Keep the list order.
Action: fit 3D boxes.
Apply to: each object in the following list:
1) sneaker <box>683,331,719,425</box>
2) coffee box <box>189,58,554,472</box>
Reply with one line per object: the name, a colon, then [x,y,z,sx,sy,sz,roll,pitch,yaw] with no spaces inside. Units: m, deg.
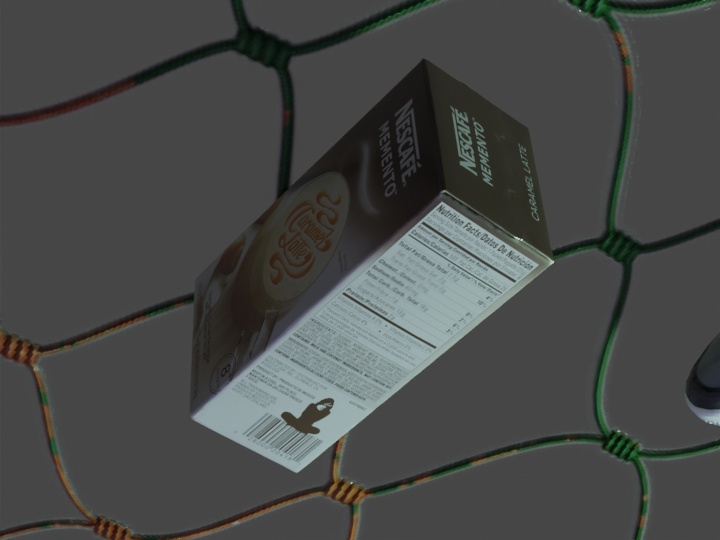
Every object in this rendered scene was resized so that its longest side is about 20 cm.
sneaker: [0.235,-0.001,0.916,0.114,0.076,0.200,32,117,-28]
coffee box: [0.000,0.000,0.869,0.080,0.114,0.200,31,122,-28]
